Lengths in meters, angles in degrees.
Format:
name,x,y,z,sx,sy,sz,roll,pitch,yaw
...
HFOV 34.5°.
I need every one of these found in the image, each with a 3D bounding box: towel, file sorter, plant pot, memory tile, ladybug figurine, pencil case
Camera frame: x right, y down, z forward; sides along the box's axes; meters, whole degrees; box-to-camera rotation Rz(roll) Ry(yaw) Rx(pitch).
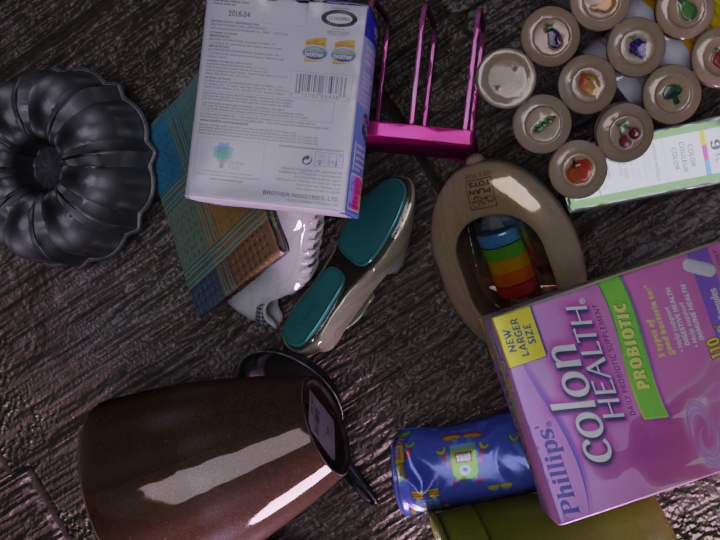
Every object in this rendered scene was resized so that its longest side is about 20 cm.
name,x,y,z,sx,sy,sz,roll,pitch,yaw
towel,-0.137,-0.075,1.073,0.147,0.022,0.201,-36,67,42
file sorter,0.011,-0.176,1.050,0.199,0.139,0.126,6,91,7
plant pot,0.184,0.279,1.038,0.192,0.200,0.201,-20,90,-4
memory tile,0.209,-0.169,0.963,0.200,0.017,0.153,-38,99,7
ladybug figurine,0.138,-0.017,1.056,0.135,0.072,0.201,-9,111,25
plant pot,-0.118,0.172,1.048,0.199,0.187,0.188,-22,90,16
pencil case,0.124,0.171,1.082,0.199,0.078,0.087,-13,86,9

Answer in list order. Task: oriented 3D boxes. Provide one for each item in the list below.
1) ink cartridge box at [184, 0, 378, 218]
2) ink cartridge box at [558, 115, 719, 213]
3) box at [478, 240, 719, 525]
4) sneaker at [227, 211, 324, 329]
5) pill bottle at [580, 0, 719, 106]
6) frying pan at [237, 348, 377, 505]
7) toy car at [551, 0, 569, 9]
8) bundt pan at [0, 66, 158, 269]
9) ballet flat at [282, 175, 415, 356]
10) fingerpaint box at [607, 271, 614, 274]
name,x,y,z,sx,sy,sz,roll,pitch,yaw
ink cartridge box,-0.060,-0.149,0.951,0.136,0.076,0.201,6,91,7
ink cartridge box,0.276,-0.099,1.033,0.199,0.104,0.060,-12,92,8
box,0.222,0.090,0.964,0.199,0.097,0.177,-18,88,0
sneaker,-0.066,-0.033,1.084,0.080,0.076,0.200,38,124,4
pill bottle,0.293,-0.234,1.023,0.200,0.104,0.104,-42,87,8
frying pan,-0.034,0.139,1.104,0.190,0.031,0.115,36,139,-1
toy car,0.205,-0.330,0.977,0.149,0.200,0.176,-4,76,31
bundt pan,-0.301,-0.100,1.111,0.201,0.076,0.203,1,93,19
ballet flat,0.000,0.000,1.098,0.069,0.069,0.200,39,103,4
fingerpaint box,0.327,0.083,1.051,0.199,0.073,0.168,-2,93,8
